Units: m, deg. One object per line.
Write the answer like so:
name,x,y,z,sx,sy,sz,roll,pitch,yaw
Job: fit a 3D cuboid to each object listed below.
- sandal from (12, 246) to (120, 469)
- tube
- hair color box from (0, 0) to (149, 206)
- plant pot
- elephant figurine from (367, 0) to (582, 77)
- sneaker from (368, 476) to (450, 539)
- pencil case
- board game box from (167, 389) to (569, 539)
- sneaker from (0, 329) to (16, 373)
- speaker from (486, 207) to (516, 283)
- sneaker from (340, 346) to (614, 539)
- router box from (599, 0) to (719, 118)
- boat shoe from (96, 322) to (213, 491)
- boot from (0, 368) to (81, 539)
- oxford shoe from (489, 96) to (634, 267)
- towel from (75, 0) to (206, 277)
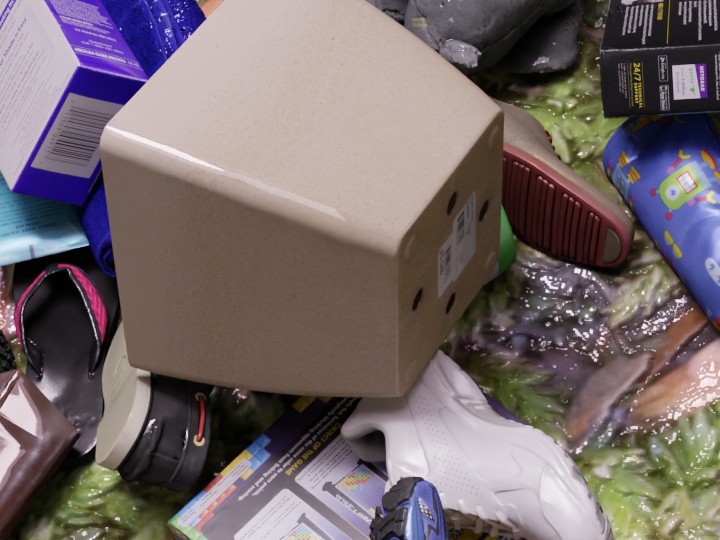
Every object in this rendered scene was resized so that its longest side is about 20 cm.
sandal,-0.203,0.041,1.551,0.075,0.045,0.201,-10,52,3
tube,-0.241,-0.081,1.636,0.077,0.050,0.200,-17,46,4
hair color box,-0.226,-0.150,1.577,0.065,0.109,0.200,10,33,-39
plant pot,-0.021,-0.038,1.367,0.177,0.200,0.200,22,50,22
elephant figurine,0.115,-0.214,1.642,0.199,0.142,0.156,-15,79,-20
sneaker,0.058,0.213,1.318,0.078,0.075,0.201,-17,95,-21
pencil case,0.238,-0.026,1.495,0.087,0.078,0.200,-43,52,15
board game box,0.008,0.149,1.423,0.165,0.057,0.200,36,66,29
sneaker,-0.309,0.033,1.569,0.085,0.078,0.200,-44,48,-13
speaker,0.000,0.000,1.520,0.199,0.089,0.089,-23,52,-7
sneaker,0.066,0.131,1.355,0.099,0.078,0.200,-42,49,-13
router box,0.240,-0.152,1.545,0.149,0.051,0.200,-3,17,10
boat shoe,-0.128,0.068,1.480,0.063,0.074,0.202,25,30,-18
boot,-0.299,0.141,1.467,0.186,0.064,0.201,22,69,9
oxford shoe,0.118,-0.075,1.566,0.200,0.071,0.075,36,52,25
towel,-0.157,-0.112,1.574,0.148,0.050,0.200,-38,52,18
